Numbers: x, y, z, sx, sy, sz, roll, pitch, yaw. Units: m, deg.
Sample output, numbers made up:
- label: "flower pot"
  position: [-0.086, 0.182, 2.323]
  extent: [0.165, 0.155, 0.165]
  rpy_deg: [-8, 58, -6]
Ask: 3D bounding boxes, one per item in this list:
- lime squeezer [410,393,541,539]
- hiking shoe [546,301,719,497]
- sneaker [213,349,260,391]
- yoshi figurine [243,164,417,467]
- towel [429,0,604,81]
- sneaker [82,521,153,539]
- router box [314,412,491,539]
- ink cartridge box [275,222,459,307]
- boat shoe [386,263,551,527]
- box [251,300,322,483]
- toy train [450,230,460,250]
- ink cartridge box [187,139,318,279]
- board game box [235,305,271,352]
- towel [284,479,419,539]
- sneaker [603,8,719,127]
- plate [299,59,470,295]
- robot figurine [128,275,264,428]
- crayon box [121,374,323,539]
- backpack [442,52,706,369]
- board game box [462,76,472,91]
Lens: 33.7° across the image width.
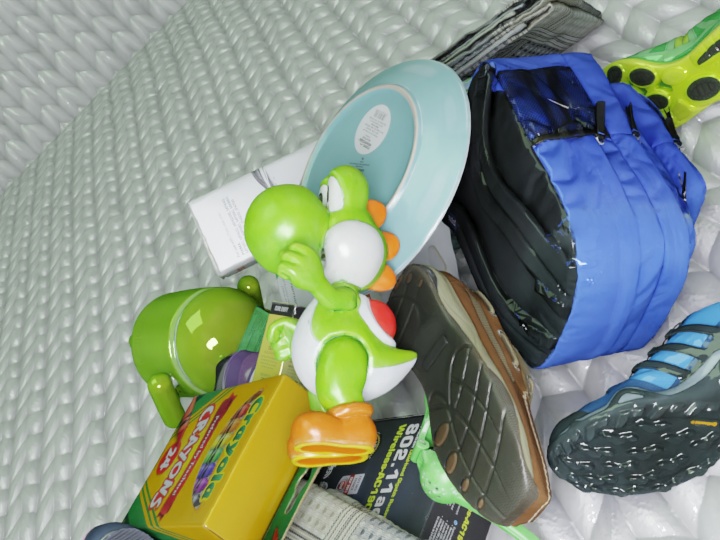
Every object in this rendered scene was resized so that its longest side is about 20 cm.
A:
- label: "lime squeezer"
  position: [0.067, 0.117, 0.821]
  extent: [0.070, 0.038, 0.201]
  rpy_deg: [-17, 52, -7]
- label: "hiking shoe"
  position: [0.209, 0.076, 0.758]
  extent: [0.198, 0.075, 0.087]
  rpy_deg: [-28, 22, 16]
- label: "sneaker"
  position: [-0.113, 0.171, 1.054]
  extent: [0.087, 0.075, 0.202]
  rpy_deg: [9, 79, 45]
- label: "yoshi figurine"
  position: [-0.036, 0.025, 0.802]
  extent: [0.111, 0.112, 0.203]
  rpy_deg: [-12, 69, 33]
- label: "towel"
  position: [0.140, -0.210, 1.188]
  extent: [0.191, 0.035, 0.199]
  rpy_deg: [-31, -10, 26]
- label: "sneaker"
  position: [-0.160, 0.283, 0.907]
  extent: [0.070, 0.202, 0.082]
  rpy_deg: [-20, 8, -28]
- label: "router box"
  position: [0.015, 0.204, 0.872]
  extent: [0.149, 0.062, 0.201]
  rpy_deg: [-15, 40, 46]
- label: "ink cartridge box"
  position: [0.000, 0.000, 1.074]
  extent: [0.082, 0.148, 0.199]
  rpy_deg: [-19, 12, -28]
- label: "boat shoe"
  position: [0.084, 0.076, 0.802]
  extent: [0.076, 0.073, 0.201]
  rpy_deg: [-53, 43, 35]
- label: "box"
  position: [-0.059, 0.132, 0.997]
  extent: [0.050, 0.075, 0.203]
  rpy_deg: [4, 80, 60]
- label: "toy train"
  position: [0.098, -0.074, 1.124]
  extent: [0.199, 0.085, 0.115]
  rpy_deg: [-18, 47, 47]
- label: "ink cartridge box"
  position: [-0.076, -0.071, 1.258]
  extent: [0.198, 0.084, 0.144]
  rpy_deg: [-27, 1, -4]
- label: "board game box"
  position: [-0.109, 0.141, 1.122]
  extent: [0.104, 0.023, 0.202]
  rpy_deg: [26, 91, 56]
- label: "towel"
  position: [-0.045, 0.242, 0.796]
  extent: [0.194, 0.034, 0.199]
  rpy_deg: [-57, 29, -13]
- label: "sneaker"
  position: [0.285, -0.170, 0.996]
  extent: [0.083, 0.075, 0.199]
  rpy_deg: [-33, 11, -35]
- label: "plate"
  position: [0.004, -0.075, 0.902]
  extent: [0.199, 0.025, 0.202]
  rpy_deg: [-32, 46, 39]
- label: "robot figurine"
  position: [-0.172, 0.078, 1.282]
  extent: [0.199, 0.116, 0.176]
  rpy_deg: [-8, 33, 53]
- label: "crayon box"
  position: [-0.097, 0.149, 0.887]
  extent: [0.199, 0.051, 0.128]
  rpy_deg: [-20, 36, 55]
- label: "backpack"
  position: [0.161, -0.042, 0.854]
  extent: [0.166, 0.164, 0.201]
  rpy_deg: [-8, 50, -12]
- label: "board game box"
  position: [0.050, -0.122, 1.056]
  extent: [0.150, 0.037, 0.200]
  rpy_deg: [-25, 11, 16]
